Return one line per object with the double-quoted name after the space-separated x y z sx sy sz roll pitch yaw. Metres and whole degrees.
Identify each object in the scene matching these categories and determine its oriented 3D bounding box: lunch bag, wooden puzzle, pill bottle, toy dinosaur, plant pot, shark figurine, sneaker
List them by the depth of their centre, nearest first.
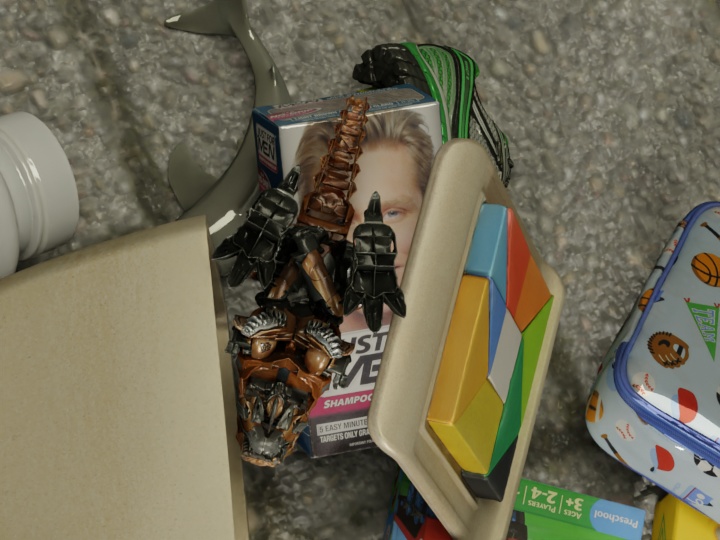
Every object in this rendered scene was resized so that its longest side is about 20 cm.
-0.034 0.003 1.651 0.101 0.136 0.201 -5 78 -6 "toy dinosaur"
-0.157 0.100 1.672 0.176 0.200 0.201 -6 74 -1 "plant pot"
-0.261 -0.020 1.680 0.199 0.111 0.112 -24 79 -33 "pill bottle"
0.069 0.047 1.695 0.037 0.200 0.186 7 70 23 "wooden puzzle"
0.234 0.056 1.794 0.160 0.076 0.200 30 50 4 "lunch bag"
-0.067 -0.077 1.795 0.127 0.090 0.216 15 73 -8 "shark figurine"
0.065 -0.045 1.817 0.085 0.078 0.201 -10 84 -34 "sneaker"

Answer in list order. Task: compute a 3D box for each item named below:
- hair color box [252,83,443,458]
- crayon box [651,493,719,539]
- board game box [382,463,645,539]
0.000 0.000 1.749 0.099 0.061 0.201 -10 106 -15 "hair color box"
0.266 0.232 1.779 0.199 0.058 0.174 12 71 -7 "crayon box"
0.076 0.220 1.757 0.150 0.037 0.201 14 72 -7 "board game box"
